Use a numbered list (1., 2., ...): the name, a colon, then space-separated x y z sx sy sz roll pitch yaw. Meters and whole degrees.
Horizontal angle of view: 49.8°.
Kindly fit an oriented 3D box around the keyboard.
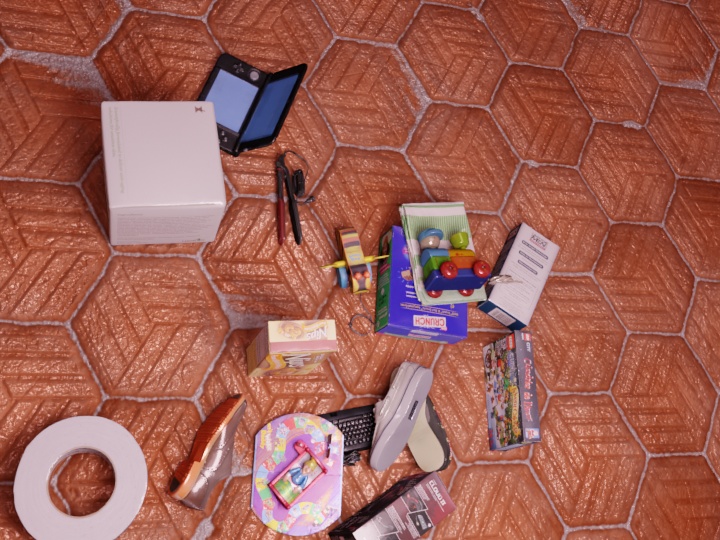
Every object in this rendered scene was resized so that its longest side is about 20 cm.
1. keyboard: -0.035 0.302 1.381 0.196 0.040 0.106 -9 74 -21

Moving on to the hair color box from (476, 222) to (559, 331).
1. hair color box: 0.326 0.014 1.596 0.099 0.061 0.202 32 65 -6

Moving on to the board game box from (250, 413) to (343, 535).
1. board game box: -0.106 0.344 1.320 0.154 0.039 0.205 4 74 -6

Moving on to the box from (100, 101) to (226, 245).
1. box: -0.350 -0.168 1.364 0.196 0.171 0.203 -4 72 -20

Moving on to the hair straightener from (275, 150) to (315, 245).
1. hair straightener: -0.127 -0.144 1.513 0.075 0.041 0.204 1 67 -19

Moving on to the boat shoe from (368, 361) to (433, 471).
1. boat shoe: 0.057 0.257 1.391 0.069 0.071 0.203 20 81 36

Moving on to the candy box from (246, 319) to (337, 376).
1. candy box: -0.121 0.135 1.320 0.113 0.200 0.057 -1 71 -19

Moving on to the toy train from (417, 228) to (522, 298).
1. toy train: 0.203 -0.020 1.457 0.196 0.085 0.118 -2 60 -24

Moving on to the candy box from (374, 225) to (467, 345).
1. candy box: 0.120 0.032 1.510 0.166 0.077 0.204 11 67 -17

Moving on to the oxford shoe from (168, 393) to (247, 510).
1. oxford shoe: -0.241 0.303 1.303 0.073 0.071 0.202 41 66 -23

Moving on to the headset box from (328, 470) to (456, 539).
1. headset box: 0.059 0.418 1.311 0.198 0.149 0.076 -30 83 -26

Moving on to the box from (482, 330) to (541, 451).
1. box: 0.282 0.229 1.463 0.037 0.137 0.204 5 69 -16

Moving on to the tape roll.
1. tape roll: -0.436 0.334 1.216 0.196 0.066 0.205 7 69 -17

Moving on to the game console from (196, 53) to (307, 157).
1. game console: -0.221 -0.336 1.500 0.173 0.116 0.203 25 65 -9

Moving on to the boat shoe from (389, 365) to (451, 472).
1. boat shoe: 0.109 0.274 1.431 0.073 0.063 0.204 -29 65 17

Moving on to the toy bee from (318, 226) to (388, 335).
1. toy bee: 0.000 0.000 1.456 0.130 0.109 0.202 -30 77 -17

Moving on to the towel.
1. towel: 0.159 -0.036 1.493 0.150 0.023 0.204 -4 72 -24
